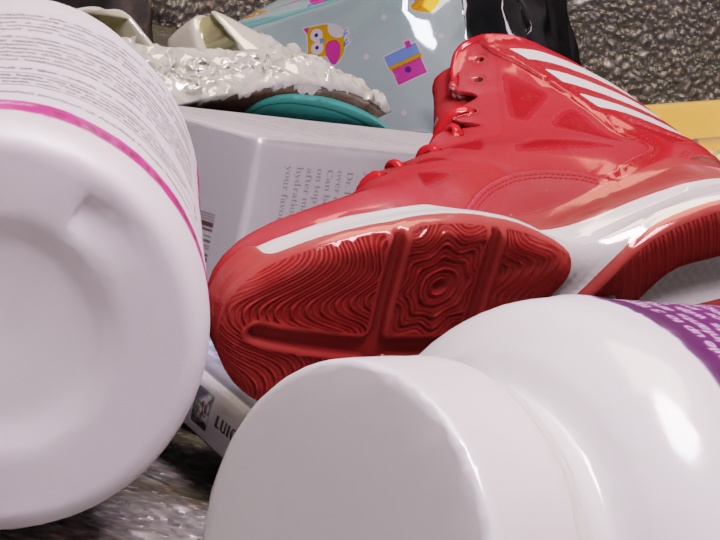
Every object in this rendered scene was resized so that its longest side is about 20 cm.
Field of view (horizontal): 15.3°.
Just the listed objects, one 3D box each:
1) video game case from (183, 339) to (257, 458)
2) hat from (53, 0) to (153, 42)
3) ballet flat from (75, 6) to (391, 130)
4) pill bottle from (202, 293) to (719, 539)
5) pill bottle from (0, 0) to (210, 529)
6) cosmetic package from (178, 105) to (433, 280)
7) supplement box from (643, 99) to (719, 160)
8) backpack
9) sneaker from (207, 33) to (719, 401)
[{"bbox_3d":[0.054,0.063,0.821,0.200,0.023,0.182,7,14,-30],"label":"video game case"},{"bbox_3d":[-0.136,-0.093,1.073,0.200,0.081,0.201,7,8,-1],"label":"hat"},{"bbox_3d":[-0.067,-0.067,0.975,0.072,0.072,0.200,18,13,41],"label":"ballet flat"},{"bbox_3d":[0.066,0.062,0.576,0.200,0.113,0.112,5,10,-44],"label":"pill bottle"},{"bbox_3d":[-0.102,-0.013,0.774,0.113,0.114,0.200,10,17,-8],"label":"pill bottle"},{"bbox_3d":[0.000,0.000,0.966,0.071,0.102,0.200,17,9,41],"label":"cosmetic package"},{"bbox_3d":[0.154,-0.016,0.899,0.199,0.067,0.069,-2,-37,5],"label":"supplement box"},{"bbox_3d":[0.001,-0.070,1.225,0.200,0.167,0.127,-14,-4,15],"label":"backpack"},{"bbox_3d":[0.024,-0.015,0.820,0.200,0.078,0.116,-4,34,-33],"label":"sneaker"}]
